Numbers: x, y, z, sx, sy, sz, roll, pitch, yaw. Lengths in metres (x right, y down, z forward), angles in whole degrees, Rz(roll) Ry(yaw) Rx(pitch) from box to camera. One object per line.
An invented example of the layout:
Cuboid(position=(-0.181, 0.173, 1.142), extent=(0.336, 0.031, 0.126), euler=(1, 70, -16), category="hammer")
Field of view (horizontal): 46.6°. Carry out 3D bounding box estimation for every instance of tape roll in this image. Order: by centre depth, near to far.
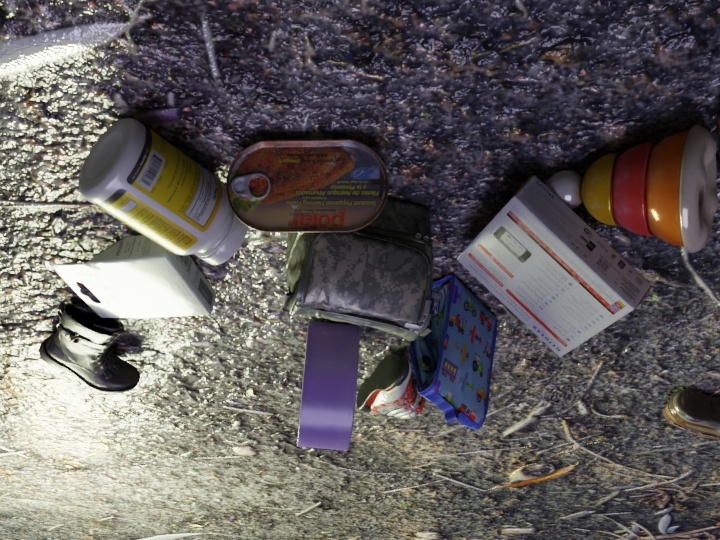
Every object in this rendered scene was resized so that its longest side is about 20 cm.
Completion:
Cuboid(position=(-0.053, 0.185, 1.347), extent=(0.084, 0.202, 0.201), euler=(5, 145, -3), category="tape roll")

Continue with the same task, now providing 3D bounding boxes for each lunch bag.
Cuboid(position=(0.000, 0.000, 1.106), extent=(0.198, 0.169, 0.140), euler=(12, 145, -14), category="lunch bag")
Cuboid(position=(0.141, 0.135, 1.261), extent=(0.093, 0.202, 0.150), euler=(-20, 139, 29), category="lunch bag")

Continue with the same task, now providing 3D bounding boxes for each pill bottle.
Cuboid(position=(-0.239, -0.090, 1.043), extent=(0.112, 0.113, 0.200), euler=(-23, 137, 33), category="pill bottle")

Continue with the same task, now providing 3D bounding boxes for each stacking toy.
Cuboid(position=(0.321, -0.099, 1.011), extent=(0.198, 0.147, 0.146), euler=(4, 150, 33), category="stacking toy")

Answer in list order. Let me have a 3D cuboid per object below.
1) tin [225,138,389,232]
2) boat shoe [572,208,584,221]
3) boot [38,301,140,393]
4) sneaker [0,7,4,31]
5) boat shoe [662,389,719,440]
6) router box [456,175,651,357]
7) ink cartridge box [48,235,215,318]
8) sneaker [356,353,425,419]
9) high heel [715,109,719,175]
Cuboid(position=(-0.063, -0.100, 1.019), extent=(0.198, 0.113, 0.042), euler=(1, 173, 4), category="tin")
Cuboid(position=(0.276, -0.018, 1.153), extent=(0.060, 0.072, 0.202), euler=(-10, 145, -13), category="boat shoe")
Cuboid(position=(-0.440, 0.132, 1.414), extent=(0.199, 0.070, 0.174), euler=(26, 140, -26), category="boot")
Cuboid(position=(-0.415, -0.286, 0.802), extent=(0.072, 0.083, 0.201), euler=(-5, 143, 14), category="sneaker")
Cuboid(position=(0.650, 0.275, 1.545), extent=(0.198, 0.076, 0.072), euler=(22, 146, -11), category="boat shoe")
Cuboid(position=(0.242, 0.000, 1.084), extent=(0.200, 0.049, 0.180), euler=(44, 150, 4), category="router box")
Cuboid(position=(-0.341, 0.013, 1.265), extent=(0.198, 0.048, 0.161), euler=(-2, 146, 17), category="ink cartridge box")
Cuboid(position=(0.076, 0.208, 1.490), extent=(0.107, 0.068, 0.202), euler=(14, 147, -17), category="sneaker")
Cuboid(position=(0.503, -0.154, 0.930), extent=(0.198, 0.072, 0.143), euler=(-1, 152, 22), category="high heel")
